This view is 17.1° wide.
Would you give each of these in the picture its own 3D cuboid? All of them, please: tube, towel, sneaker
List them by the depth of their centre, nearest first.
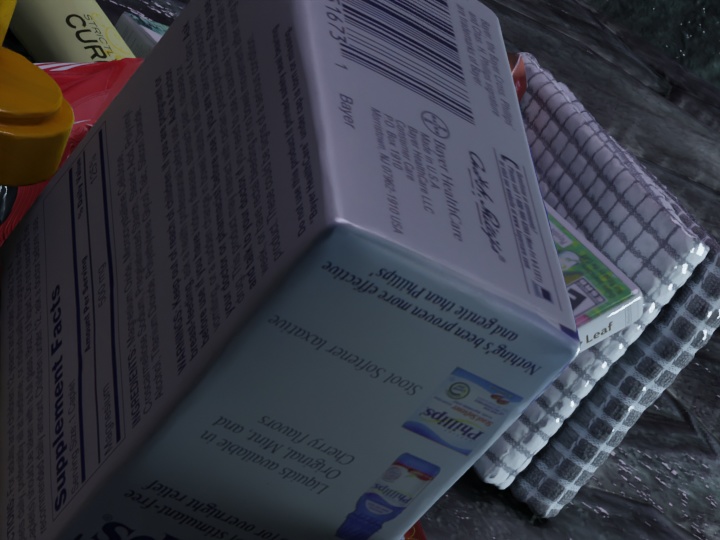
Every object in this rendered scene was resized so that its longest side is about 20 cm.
[{"bbox_3d":[-0.154,-0.044,1.121,0.115,0.079,0.200,0,22,27],"label":"sneaker"},{"bbox_3d":[0.093,0.008,1.223,0.085,0.166,0.200,30,15,-34],"label":"towel"},{"bbox_3d":[-0.150,-0.116,1.343,0.058,0.052,0.200,-22,50,-20],"label":"tube"}]

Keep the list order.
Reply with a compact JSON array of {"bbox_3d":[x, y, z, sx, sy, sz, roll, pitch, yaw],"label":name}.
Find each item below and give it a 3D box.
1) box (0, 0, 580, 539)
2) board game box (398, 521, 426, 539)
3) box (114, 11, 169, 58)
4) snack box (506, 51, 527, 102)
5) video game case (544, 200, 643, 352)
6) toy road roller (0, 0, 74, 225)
[{"bbox_3d":[-0.035,0.009,0.841,0.105,0.200,0.184,26,33,-27],"label":"box"},{"bbox_3d":[0.034,0.159,0.787,0.019,0.103,0.200,-14,27,-5],"label":"board game box"},{"bbox_3d":[-0.046,-0.087,1.470,0.200,0.036,0.144,16,23,-47],"label":"box"},{"bbox_3d":[0.013,-0.035,1.184,0.072,0.200,0.024,10,-38,26],"label":"snack box"},{"bbox_3d":[0.000,0.000,1.112,0.200,0.181,0.022,47,-24,40],"label":"video game case"},{"bbox_3d":[-0.206,-0.084,0.918,0.199,0.147,0.123,22,16,-2],"label":"toy road roller"}]
